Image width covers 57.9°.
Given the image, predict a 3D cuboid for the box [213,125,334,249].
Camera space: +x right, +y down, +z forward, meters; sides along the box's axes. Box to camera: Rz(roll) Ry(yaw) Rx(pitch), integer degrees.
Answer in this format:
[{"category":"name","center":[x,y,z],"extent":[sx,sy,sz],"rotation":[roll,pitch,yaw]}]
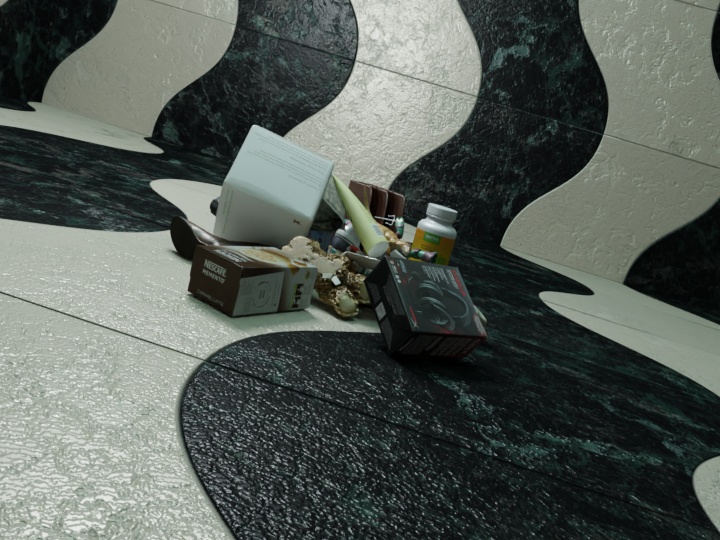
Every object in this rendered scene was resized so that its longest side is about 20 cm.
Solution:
[{"category":"box","center":[-0.187,-0.152,1.391],"extent":[0.196,0.174,0.200],"rotation":[23,-34,-7]}]

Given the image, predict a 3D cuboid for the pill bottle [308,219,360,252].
[{"category":"pill bottle","center":[-0.103,-0.100,1.701],"extent":[0.196,0.112,0.108],"rotation":[21,12,24]}]

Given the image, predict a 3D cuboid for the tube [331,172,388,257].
[{"category":"tube","center":[-0.006,-0.118,1.386],"extent":[0.051,0.059,0.202],"rotation":[-12,59,-30]}]

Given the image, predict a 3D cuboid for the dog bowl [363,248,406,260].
[{"category":"dog bowl","center":[0.088,-0.012,1.510],"extent":[0.199,0.059,0.200],"rotation":[41,2,-2]}]

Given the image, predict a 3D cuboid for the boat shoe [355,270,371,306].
[{"category":"boat shoe","center":[0.033,0.040,1.323],"extent":[0.195,0.072,0.070],"rotation":[14,10,-22]}]

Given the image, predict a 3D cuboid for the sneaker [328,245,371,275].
[{"category":"sneaker","center":[-0.001,0.000,1.400],"extent":[0.196,0.096,0.070],"rotation":[7,14,-41]}]

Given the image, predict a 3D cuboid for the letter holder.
[{"category":"letter holder","center":[0.025,-0.121,1.751],"extent":[0.140,0.205,0.100],"rotation":[23,13,34]}]

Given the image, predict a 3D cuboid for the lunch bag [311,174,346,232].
[{"category":"lunch bag","center":[-0.120,-0.186,1.614],"extent":[0.198,0.118,0.165],"rotation":[34,26,-18]}]

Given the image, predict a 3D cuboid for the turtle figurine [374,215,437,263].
[{"category":"turtle figurine","center":[0.091,-0.045,1.658],"extent":[0.197,0.153,0.100],"rotation":[31,31,20]}]

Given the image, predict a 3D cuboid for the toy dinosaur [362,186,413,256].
[{"category":"toy dinosaur","center":[0.041,-0.077,1.418],"extent":[0.200,0.106,0.060],"rotation":[45,1,32]}]

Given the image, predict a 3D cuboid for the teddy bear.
[{"category":"teddy bear","center":[-0.064,0.016,1.231],"extent":[0.196,0.068,0.146],"rotation":[22,53,12]}]

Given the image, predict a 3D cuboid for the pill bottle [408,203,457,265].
[{"category":"pill bottle","center":[0.195,-0.071,1.754],"extent":[0.108,0.205,0.111],"rotation":[15,10,-3]}]

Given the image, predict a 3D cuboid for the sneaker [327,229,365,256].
[{"category":"sneaker","center":[-0.033,-0.023,1.542],"extent":[0.077,0.080,0.200],"rotation":[28,-10,26]}]

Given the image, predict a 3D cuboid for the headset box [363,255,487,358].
[{"category":"headset box","center":[0.119,0.067,1.121],"extent":[0.196,0.077,0.151],"rotation":[8,50,-36]}]

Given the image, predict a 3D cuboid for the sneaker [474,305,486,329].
[{"category":"sneaker","center":[0.181,0.090,1.262],"extent":[0.087,0.084,0.197],"rotation":[23,13,40]}]

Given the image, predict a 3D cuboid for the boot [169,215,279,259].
[{"category":"boot","center":[-0.265,-0.049,1.322],"extent":[0.186,0.065,0.198],"rotation":[39,24,30]}]

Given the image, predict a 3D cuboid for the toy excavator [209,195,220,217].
[{"category":"toy excavator","center":[-0.263,-0.119,1.595],"extent":[0.099,0.202,0.194],"rotation":[34,57,23]}]

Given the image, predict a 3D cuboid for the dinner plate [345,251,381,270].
[{"category":"dinner plate","center":[0.062,-0.002,1.288],"extent":[0.195,0.025,0.200],"rotation":[15,2,0]}]

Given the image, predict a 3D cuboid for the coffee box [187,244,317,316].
[{"category":"coffee box","center":[-0.178,0.014,1.101],"extent":[0.112,0.082,0.198],"rotation":[22,12,29]}]
